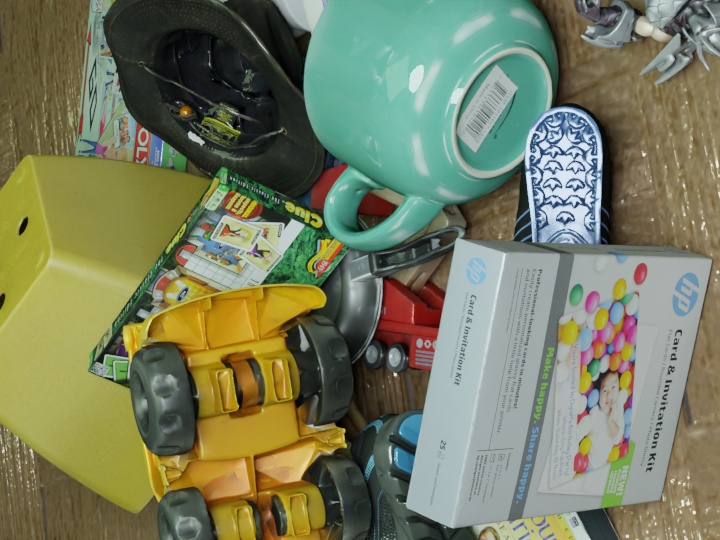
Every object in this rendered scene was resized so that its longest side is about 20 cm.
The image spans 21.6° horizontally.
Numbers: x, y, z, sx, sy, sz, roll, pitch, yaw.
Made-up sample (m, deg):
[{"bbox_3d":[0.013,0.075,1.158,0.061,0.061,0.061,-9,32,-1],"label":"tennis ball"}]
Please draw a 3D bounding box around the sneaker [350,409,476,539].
[{"bbox_3d":[0.041,0.191,1.226,0.082,0.073,0.202,-12,86,62],"label":"sneaker"}]

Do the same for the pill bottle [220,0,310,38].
[{"bbox_3d":[-0.087,-0.231,1.420,0.199,0.112,0.113,19,102,46],"label":"pill bottle"}]

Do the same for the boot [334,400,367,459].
[{"bbox_3d":[-0.075,0.136,1.412,0.200,0.072,0.157,42,119,40],"label":"boot"}]

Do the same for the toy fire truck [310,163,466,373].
[{"bbox_3d":[0.042,0.000,1.303,0.199,0.048,0.143,6,92,49],"label":"toy fire truck"}]

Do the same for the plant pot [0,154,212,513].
[{"bbox_3d":[-0.206,0.029,1.436,0.200,0.175,0.201,-50,37,22],"label":"plant pot"}]

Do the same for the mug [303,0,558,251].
[{"bbox_3d":[0.055,-0.106,1.225,0.114,0.151,0.187,31,133,43],"label":"mug"}]

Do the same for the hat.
[{"bbox_3d":[-0.087,-0.145,1.341,0.200,0.201,0.081,-3,43,49],"label":"hat"}]

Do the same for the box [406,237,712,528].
[{"bbox_3d":[0.119,0.063,1.093,0.041,0.199,0.158,19,102,41],"label":"box"}]

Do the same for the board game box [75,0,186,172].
[{"bbox_3d":[-0.192,-0.134,1.599,0.134,0.029,0.202,10,95,50],"label":"board game box"}]

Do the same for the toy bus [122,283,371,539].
[{"bbox_3d":[-0.092,0.115,1.250,0.192,0.134,0.202,173,87,-67],"label":"toy bus"}]

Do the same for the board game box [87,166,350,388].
[{"bbox_3d":[-0.100,0.022,1.310,0.200,0.104,0.024,-52,27,34],"label":"board game box"}]

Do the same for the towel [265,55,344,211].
[{"bbox_3d":[-0.075,-0.117,1.447,0.199,0.048,0.113,25,107,47],"label":"towel"}]

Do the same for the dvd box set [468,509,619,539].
[{"bbox_3d":[0.074,0.175,1.250,0.200,0.029,0.147,-39,71,40],"label":"dvd box set"}]

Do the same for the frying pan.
[{"bbox_3d":[-0.002,0.017,1.297,0.189,0.031,0.116,11,97,53],"label":"frying pan"}]

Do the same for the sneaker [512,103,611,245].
[{"bbox_3d":[0.127,-0.004,1.185,0.069,0.078,0.202,8,96,12],"label":"sneaker"}]

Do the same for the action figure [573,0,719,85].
[{"bbox_3d":[0.173,-0.202,1.151,0.130,0.069,0.201,-45,59,32],"label":"action figure"}]

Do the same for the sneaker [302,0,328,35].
[{"bbox_3d":[0.036,-0.206,1.282,0.145,0.081,0.202,-13,107,32],"label":"sneaker"}]
